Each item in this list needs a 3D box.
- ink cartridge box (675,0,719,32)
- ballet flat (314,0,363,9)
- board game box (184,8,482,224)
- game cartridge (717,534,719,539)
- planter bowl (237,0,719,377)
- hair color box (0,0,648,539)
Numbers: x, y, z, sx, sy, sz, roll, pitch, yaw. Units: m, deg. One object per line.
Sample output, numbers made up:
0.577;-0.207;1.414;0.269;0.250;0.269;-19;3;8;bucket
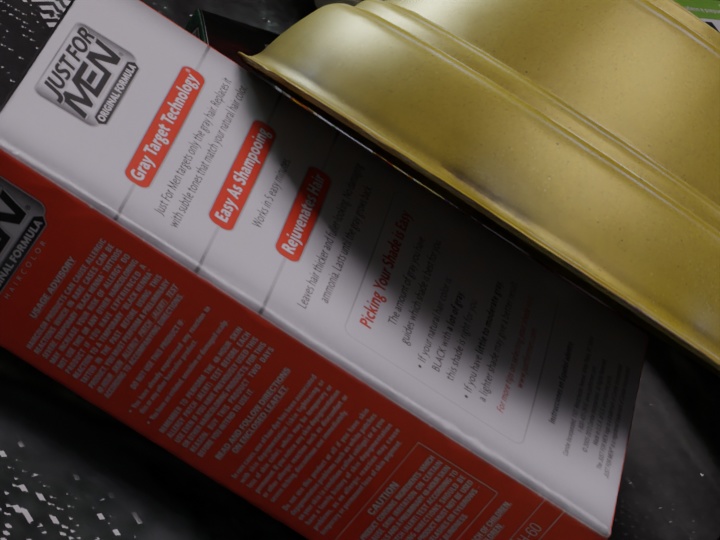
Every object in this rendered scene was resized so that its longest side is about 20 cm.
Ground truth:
0.186;-0.001;0.911;0.148;0.076;0.200;-1;46;-41;ink cartridge box
-0.003;-0.122;0.944;0.062;0.068;0.200;-19;56;-21;ballet flat
0.000;0.000;0.822;0.105;0.023;0.200;19;38;-29;board game box
0.173;0.104;0.740;0.133;0.200;0.041;36;78;-1;game cartridge
0.068;-0.044;0.760;0.200;0.084;0.200;33;1;-1;planter bowl
-0.020;0.011;0.718;0.200;0.061;0.102;34;34;-8;hair color box
